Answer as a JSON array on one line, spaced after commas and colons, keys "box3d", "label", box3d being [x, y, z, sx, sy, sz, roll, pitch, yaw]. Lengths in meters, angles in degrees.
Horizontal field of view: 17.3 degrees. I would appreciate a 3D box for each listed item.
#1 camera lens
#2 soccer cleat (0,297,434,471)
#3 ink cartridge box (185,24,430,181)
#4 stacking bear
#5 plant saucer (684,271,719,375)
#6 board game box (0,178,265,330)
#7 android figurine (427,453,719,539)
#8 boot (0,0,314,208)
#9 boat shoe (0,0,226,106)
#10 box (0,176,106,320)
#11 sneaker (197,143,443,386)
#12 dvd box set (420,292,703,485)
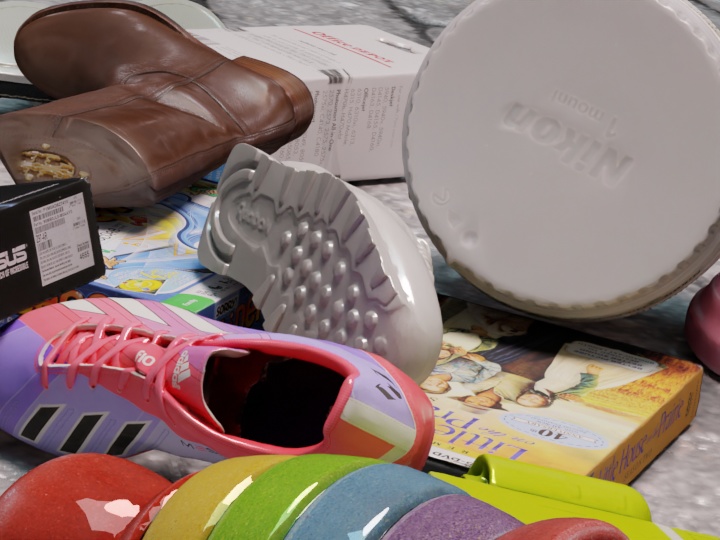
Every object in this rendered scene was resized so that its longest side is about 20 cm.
[{"box3d": [0.106, -0.058, 1.110, 0.160, 0.160, 0.200, 11, 3, 9], "label": "camera lens"}, {"box3d": [-0.067, 0.041, 0.869, 0.200, 0.067, 0.076, 11, -16, 28], "label": "soccer cleat"}, {"box3d": [-0.043, -0.097, 1.377, 0.200, 0.067, 0.116, -6, 22, -39], "label": "ink cartridge box"}, {"box3d": [-0.028, 0.105, 0.674, 0.200, 0.114, 0.121, 10, 3, 33], "label": "stacking bear"}, {"box3d": [0.260, 0.027, 1.153, 0.200, 0.051, 0.201, 7, 17, -2], "label": "plant saucer"}, {"box3d": [-0.097, -0.005, 1.108, 0.135, 0.034, 0.200, 14, 17, 17], "label": "board game box"}, {"box3d": [0.091, 0.107, 0.779, 0.200, 0.041, 0.182, 13, 8, -13], "label": "android figurine"}, {"box3d": [-0.143, -0.081, 1.185, 0.186, 0.064, 0.200, 13, 22, 23], "label": "boot"}, {"box3d": [-0.165, -0.118, 1.409, 0.200, 0.060, 0.076, -4, 49, -40], "label": "boat shoe"}, {"box3d": [-0.217, 0.008, 0.917, 0.160, 0.044, 0.200, -4, 11, 26], "label": "box"}, {"box3d": [0.000, 0.000, 0.985, 0.080, 0.076, 0.200, 20, 13, -26], "label": "sneaker"}, {"box3d": [0.046, 0.057, 0.985, 0.146, 0.029, 0.200, 15, 18, 21], "label": "dvd box set"}]
